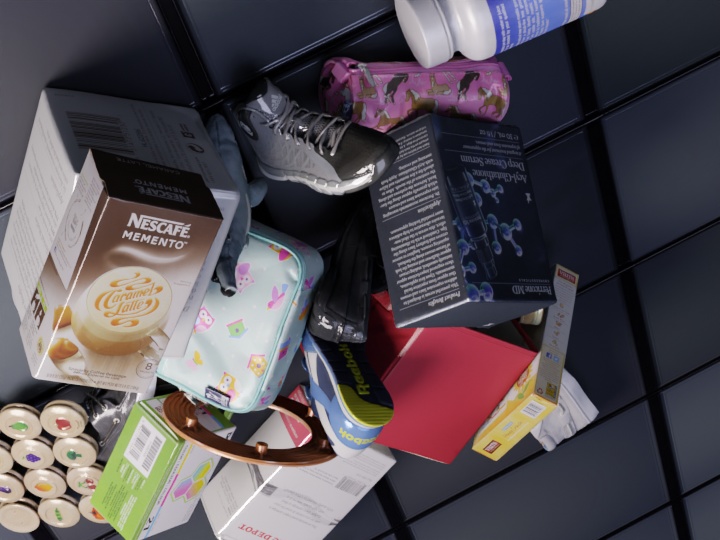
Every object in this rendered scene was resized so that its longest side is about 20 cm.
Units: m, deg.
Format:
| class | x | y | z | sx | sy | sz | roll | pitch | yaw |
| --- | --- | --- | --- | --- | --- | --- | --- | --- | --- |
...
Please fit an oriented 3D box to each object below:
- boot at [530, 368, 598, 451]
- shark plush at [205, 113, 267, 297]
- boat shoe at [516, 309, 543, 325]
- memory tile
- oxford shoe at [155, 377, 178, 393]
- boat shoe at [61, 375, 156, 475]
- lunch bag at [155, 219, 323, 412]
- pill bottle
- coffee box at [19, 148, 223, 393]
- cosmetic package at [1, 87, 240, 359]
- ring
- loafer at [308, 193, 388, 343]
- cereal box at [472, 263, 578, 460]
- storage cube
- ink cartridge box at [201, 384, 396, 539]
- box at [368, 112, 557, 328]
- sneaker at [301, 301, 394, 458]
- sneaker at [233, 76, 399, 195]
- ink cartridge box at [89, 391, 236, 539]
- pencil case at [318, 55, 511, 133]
| class | x | y | z | sx | sy | sz | roll | pitch | yaw |
| --- | --- | --- | --- | --- | --- | --- | --- | --- | --- |
| boot | 0.234 | 0.166 | 1.907 | 0.095 | 0.074 | 0.200 | -42 | 133 | 0 |
| shark plush | -0.147 | -0.059 | 1.475 | 0.090 | 0.201 | 0.084 | 8 | 141 | 0 |
| boat shoe | 0.164 | -0.033 | 1.685 | 0.066 | 0.074 | 0.202 | -11 | 91 | -9 |
| memory tile | -0.360 | 0.223 | 1.659 | 0.152 | 0.017 | 0.201 | -4 | 131 | 9 |
| oxford shoe | -0.169 | 0.066 | 1.649 | 0.199 | 0.073 | 0.085 | -33 | 103 | 11 |
| boat shoe | -0.287 | 0.161 | 1.658 | 0.066 | 0.070 | 0.201 | 7 | 129 | -31 |
| lunch bag | -0.141 | 0.045 | 1.562 | 0.201 | 0.160 | 0.077 | -68 | 165 | 8 |
| pill bottle | 0.140 | -0.281 | 1.491 | 0.199 | 0.112 | 0.113 | -24 | 132 | -8 |
| coffee box | -0.218 | 0.004 | 1.330 | 0.114 | 0.080 | 0.201 | 10 | 120 | -30 |
| cosmetic package | -0.241 | -0.045 | 1.448 | 0.165 | 0.168 | 0.201 | 5 | 123 | -28 |
| ring | -0.114 | 0.160 | 1.588 | 0.199 | 0.200 | 0.019 | 4 | 107 | -29 |
| loafer | 0.000 | 0.000 | 1.592 | 0.070 | 0.201 | 0.068 | 19 | 138 | 0 |
| cereal box | 0.196 | 0.107 | 1.740 | 0.039 | 0.201 | 0.144 | 26 | 140 | -10 |
| storage cube | 0.060 | 0.086 | 1.697 | 0.199 | 0.171 | 0.180 | 19 | 116 | -36 |
| ink cartridge box | -0.078 | 0.257 | 1.819 | 0.145 | 0.085 | 0.200 | 31 | 106 | -39 |
| box | 0.103 | -0.048 | 1.542 | 0.148 | 0.202 | 0.107 | 1 | 163 | -46 |
| sneaker | -0.028 | 0.114 | 1.584 | 0.073 | 0.201 | 0.083 | 5 | 130 | -22 |
| sneaker | -0.059 | -0.140 | 1.462 | 0.116 | 0.199 | 0.075 | 52 | 60 | -34 |
| ink cartridge box | -0.192 | 0.210 | 1.679 | 0.199 | 0.076 | 0.148 | -9 | 133 | -55 |
| pencil case | 0.058 | -0.186 | 1.547 | 0.199 | 0.086 | 0.084 | -5 | 96 | -23 |
